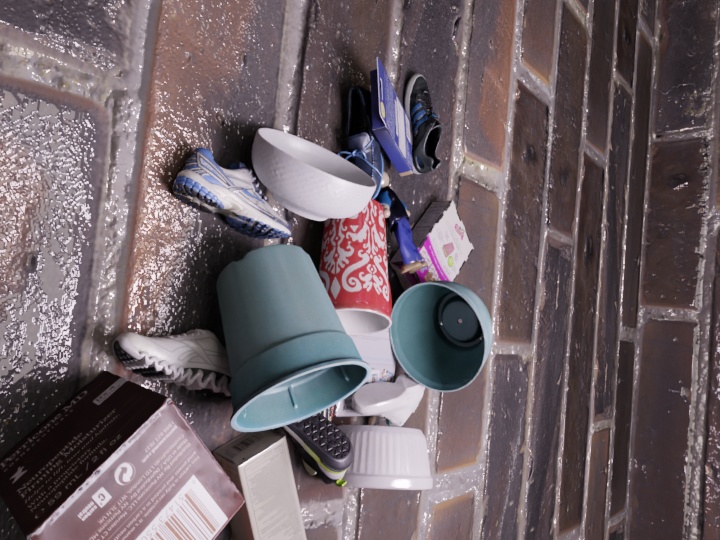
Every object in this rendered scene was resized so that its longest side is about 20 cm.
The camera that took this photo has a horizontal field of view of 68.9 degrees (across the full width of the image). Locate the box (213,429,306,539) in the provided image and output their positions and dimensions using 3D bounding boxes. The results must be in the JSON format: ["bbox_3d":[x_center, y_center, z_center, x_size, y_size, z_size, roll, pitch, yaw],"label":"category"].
[{"bbox_3d":[-0.150,0.358,0.805,0.094,0.076,0.207,-19,105,-44],"label":"box"}]

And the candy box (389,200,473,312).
[{"bbox_3d":[0.156,-0.033,1.124,0.201,0.060,0.138,-51,125,-31],"label":"candy box"}]

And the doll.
[{"bbox_3d":[0.067,-0.098,0.992,0.136,0.048,0.205,0,68,-65],"label":"doll"}]

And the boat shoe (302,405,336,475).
[{"bbox_3d":[-0.068,0.238,0.890,0.062,0.073,0.209,3,85,-37],"label":"boat shoe"}]

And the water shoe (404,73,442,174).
[{"bbox_3d":[0.139,-0.304,1.084,0.070,0.078,0.207,-3,94,-45],"label":"water shoe"}]

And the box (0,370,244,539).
[{"bbox_3d":[-0.271,0.243,0.588,0.166,0.197,0.167,-46,122,-34],"label":"box"}]

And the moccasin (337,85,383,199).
[{"bbox_3d":[-0.007,-0.228,0.943,0.068,0.079,0.207,11,71,-59],"label":"moccasin"}]

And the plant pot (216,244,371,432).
[{"bbox_3d":[-0.108,0.086,0.732,0.197,0.200,0.200,5,53,-45],"label":"plant pot"}]

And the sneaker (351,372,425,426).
[{"bbox_3d":[0.057,0.255,0.973,0.197,0.074,0.091,-1,104,-49],"label":"sneaker"}]

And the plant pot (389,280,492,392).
[{"bbox_3d":[0.171,0.110,1.006,0.133,0.196,0.207,-17,104,-53],"label":"plant pot"}]

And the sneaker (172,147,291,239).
[{"bbox_3d":[-0.172,-0.112,0.771,0.198,0.076,0.088,30,66,-43],"label":"sneaker"}]

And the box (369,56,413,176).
[{"bbox_3d":[0.054,-0.277,0.963,0.200,0.031,0.125,44,42,-62],"label":"box"}]

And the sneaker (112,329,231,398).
[{"bbox_3d":[-0.242,0.115,0.714,0.199,0.073,0.083,37,57,-48],"label":"sneaker"}]

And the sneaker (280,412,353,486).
[{"bbox_3d":[-0.093,0.253,0.813,0.071,0.199,0.084,-20,143,-43],"label":"sneaker"}]

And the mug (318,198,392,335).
[{"bbox_3d":[-0.011,-0.001,0.901,0.178,0.129,0.206,80,10,-67],"label":"mug"}]

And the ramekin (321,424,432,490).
[{"bbox_3d":[0.030,0.325,0.918,0.200,0.199,0.097,22,63,-43],"label":"ramekin"}]

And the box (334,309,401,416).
[{"bbox_3d":[0.008,0.168,0.991,0.154,0.040,0.207,14,83,-46],"label":"box"}]

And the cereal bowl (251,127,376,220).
[{"bbox_3d":[-0.079,-0.137,0.802,0.197,0.200,0.085,7,118,-45],"label":"cereal bowl"}]
